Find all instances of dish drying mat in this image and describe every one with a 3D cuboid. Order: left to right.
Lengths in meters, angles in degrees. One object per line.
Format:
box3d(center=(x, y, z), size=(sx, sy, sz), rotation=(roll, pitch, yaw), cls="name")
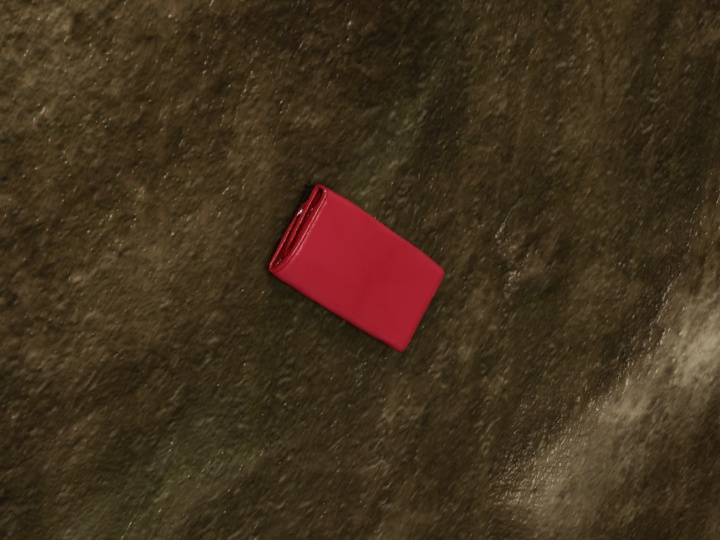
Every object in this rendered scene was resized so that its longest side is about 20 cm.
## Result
box3d(center=(0.000, 0.000, 1.549), size=(0.077, 0.018, 0.200), rotation=(-62, 147, -4), cls="dish drying mat")
